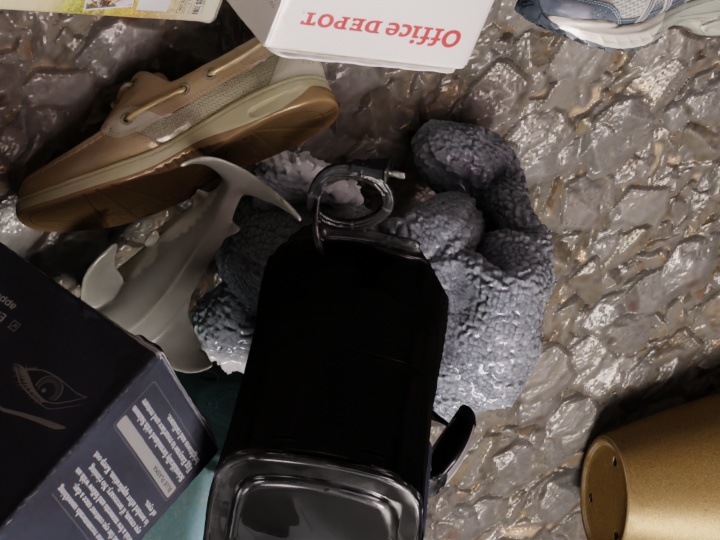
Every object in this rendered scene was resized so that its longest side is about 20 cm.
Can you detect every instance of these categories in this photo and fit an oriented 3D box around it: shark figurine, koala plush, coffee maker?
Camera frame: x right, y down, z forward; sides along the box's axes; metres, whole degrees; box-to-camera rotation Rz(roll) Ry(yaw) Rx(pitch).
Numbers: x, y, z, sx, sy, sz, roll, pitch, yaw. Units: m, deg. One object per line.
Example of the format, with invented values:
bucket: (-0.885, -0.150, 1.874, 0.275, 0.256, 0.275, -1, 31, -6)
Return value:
shark figurine: (-0.107, 0.013, 1.518, 0.214, 0.090, 0.128, -41, 173, 19)
koala plush: (0.000, 0.000, 1.584, 0.199, 0.184, 0.178, 15, 117, -28)
coffee maker: (-0.022, 0.075, 1.440, 0.134, 0.200, 0.193, -10, 124, 14)

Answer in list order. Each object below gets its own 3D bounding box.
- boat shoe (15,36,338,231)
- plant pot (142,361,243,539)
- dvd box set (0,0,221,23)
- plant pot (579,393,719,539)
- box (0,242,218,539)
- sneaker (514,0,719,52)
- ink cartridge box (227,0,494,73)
boat shoe: (-0.113, -0.082, 1.500, 0.199, 0.065, 0.072, -24, 161, 10)
plant pot: (-0.090, 0.166, 1.627, 0.196, 0.196, 0.201, -13, 128, -35)
dvd box set: (-0.146, -0.206, 1.391, 0.199, 0.029, 0.147, -1, 127, -35)
plant pot: (0.273, 0.167, 1.916, 0.199, 0.187, 0.187, 1, 126, -18)
box: (-0.221, 0.094, 1.381, 0.200, 0.196, 0.118, -48, 149, -15)
sneaker: (0.179, -0.192, 1.612, 0.199, 0.078, 0.087, -12, 120, -36)
ink cartridge box: (0.021, -0.222, 1.454, 0.146, 0.083, 0.200, 3, 123, -36)
